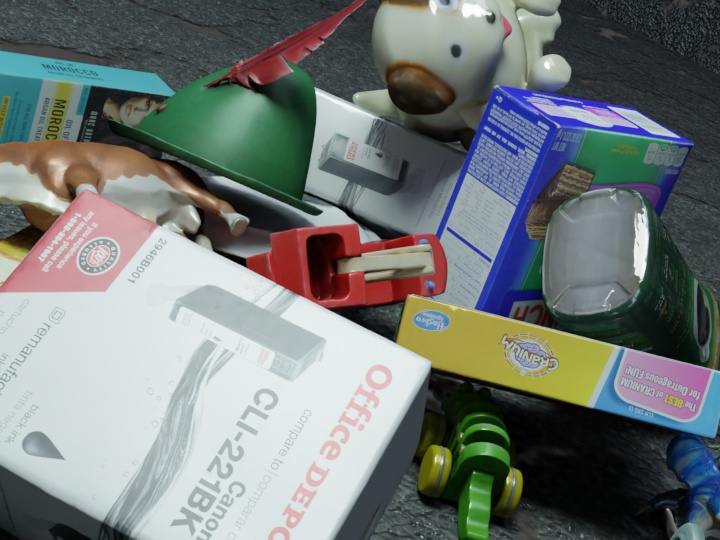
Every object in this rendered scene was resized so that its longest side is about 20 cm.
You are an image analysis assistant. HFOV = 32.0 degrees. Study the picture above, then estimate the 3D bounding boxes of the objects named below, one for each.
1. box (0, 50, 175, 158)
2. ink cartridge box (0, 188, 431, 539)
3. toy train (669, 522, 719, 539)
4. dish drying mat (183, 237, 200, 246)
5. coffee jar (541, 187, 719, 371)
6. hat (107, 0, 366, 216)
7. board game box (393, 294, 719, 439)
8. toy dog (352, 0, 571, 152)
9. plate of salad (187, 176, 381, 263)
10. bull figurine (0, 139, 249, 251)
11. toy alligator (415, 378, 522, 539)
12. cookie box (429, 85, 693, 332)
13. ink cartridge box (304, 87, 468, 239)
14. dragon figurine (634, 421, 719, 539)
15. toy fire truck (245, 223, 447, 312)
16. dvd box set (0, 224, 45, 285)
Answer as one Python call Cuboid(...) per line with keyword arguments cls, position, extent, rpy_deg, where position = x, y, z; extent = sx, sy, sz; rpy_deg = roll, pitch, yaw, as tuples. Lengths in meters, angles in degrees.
Cuboid(cls="box", position=(-0.247, -0.121, 0.995), extent=(0.198, 0.083, 0.049), rpy_deg=(2, 29, -40))
Cuboid(cls="ink cartridge box", position=(-0.084, 0.074, 0.588), extent=(0.198, 0.084, 0.145), rpy_deg=(26, 57, 11))
Cuboid(cls="toy train", position=(0.160, 0.200, 0.554), extent=(0.084, 0.115, 0.200), rpy_deg=(21, 22, -2))
Cuboid(cls="dish drying mat", position=(-0.076, 0.023, 0.732), extent=(0.076, 0.018, 0.200), rpy_deg=(13, -17, 27))
Cuboid(cls="coffee jar", position=(0.208, 0.030, 0.931), extent=(0.084, 0.106, 0.200), rpy_deg=(-8, -32, 31))
Cuboid(cls="hat", position=(-0.066, -0.149, 0.917), extent=(0.198, 0.178, 0.165), rpy_deg=(23, 2, 22))
Cuboid(cls="board game box", position=(0.119, 0.063, 0.815), extent=(0.197, 0.041, 0.153), rpy_deg=(14, -5, 2))
Cuboid(cls="toy dog", position=(0.073, -0.173, 0.990), extent=(0.191, 0.142, 0.200), rpy_deg=(4, -4, 17))
Cuboid(cls="plate of salad", position=(-0.077, -0.029, 0.979), extent=(0.197, 0.049, 0.200), rpy_deg=(12, 16, -4))
Cuboid(cls="bull figurine", position=(-0.171, -0.045, 0.822), extent=(0.198, 0.066, 0.121), rpy_deg=(-2, 31, -44))
Cuboid(cls="toy alligator", position=(0.069, 0.099, 0.797), extent=(0.059, 0.055, 0.200), rpy_deg=(18, 21, -8))
Cuboid(cls="cookie box", position=(0.145, -0.027, 0.971), extent=(0.170, 0.202, 0.075), rpy_deg=(1, 29, -41))
Cuboid(cls="ink cartridge box", position=(0.021, -0.077, 1.078), extent=(0.198, 0.086, 0.146), rpy_deg=(26, -2, 8))
Cuboid(cls="dragon figurine", position=(0.219, 0.147, 0.815), extent=(0.198, 0.059, 0.099), rpy_deg=(1, 28, -43))
Cuboid(cls="toy fire truck", position=(0.000, 0.000, 0.824), extent=(0.198, 0.049, 0.140), rpy_deg=(-6, -4, -41))
Cuboid(cls="dvd box set", position=(-0.172, 0.024, 0.784), extent=(0.145, 0.030, 0.200), rpy_deg=(24, 21, 6))
